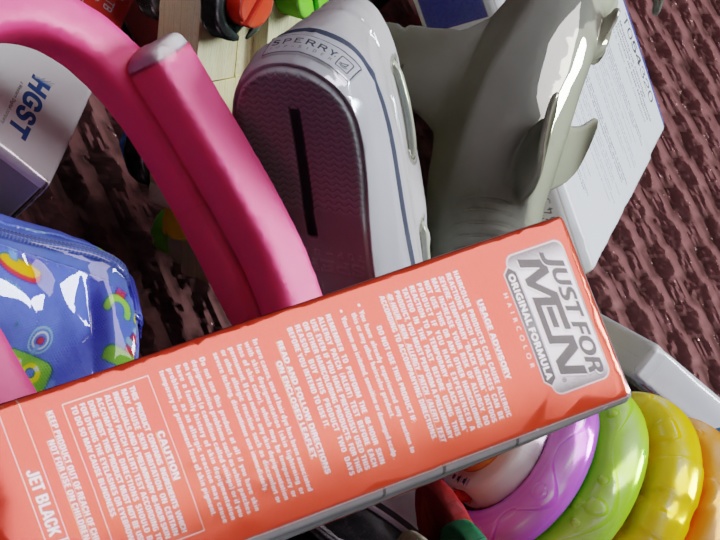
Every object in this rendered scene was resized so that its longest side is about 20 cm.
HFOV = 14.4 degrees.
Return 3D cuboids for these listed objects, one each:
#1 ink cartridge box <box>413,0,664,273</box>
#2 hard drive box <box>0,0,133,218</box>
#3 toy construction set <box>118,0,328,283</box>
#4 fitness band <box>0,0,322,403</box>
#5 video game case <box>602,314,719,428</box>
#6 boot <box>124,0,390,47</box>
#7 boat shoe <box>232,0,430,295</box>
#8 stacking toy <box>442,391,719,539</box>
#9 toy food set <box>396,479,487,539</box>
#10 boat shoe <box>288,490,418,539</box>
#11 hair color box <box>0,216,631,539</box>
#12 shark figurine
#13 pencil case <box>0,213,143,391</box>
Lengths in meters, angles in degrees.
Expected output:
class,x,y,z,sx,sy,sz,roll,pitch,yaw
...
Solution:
class,x,y,z,sx,sy,sz,roll,pitch,yaw
ink cartridge box,0.069,-0.116,1.222,0.200,0.043,0.197,-55,127,-67
hard drive box,-0.185,-0.114,0.994,0.200,0.077,0.156,38,37,-18
toy construction set,-0.031,-0.075,1.054,0.131,0.092,0.201,-15,102,-48
fitness band,-0.082,0.001,0.901,0.144,0.037,0.201,-37,101,-45
video game case,0.167,0.084,1.190,0.200,0.018,0.143,39,-2,-16
boot,-0.050,-0.155,1.193,0.144,0.072,0.200,51,38,3
boat shoe,0.000,0.000,0.993,0.073,0.201,0.067,15,37,20
stacking toy,0.069,0.072,0.968,0.200,0.110,0.116,35,-4,-30
toy food set,0.069,0.156,0.883,0.198,0.049,0.200,52,-8,41
boat shoe,0.010,0.135,0.997,0.200,0.072,0.068,46,34,-17
hair color box,-0.034,0.050,0.822,0.199,0.101,0.062,-18,84,-28
shark figurine,0.052,-0.085,1.049,0.089,0.128,0.215,18,62,10
pencil case,-0.159,0.002,0.907,0.199,0.087,0.078,23,33,-35
